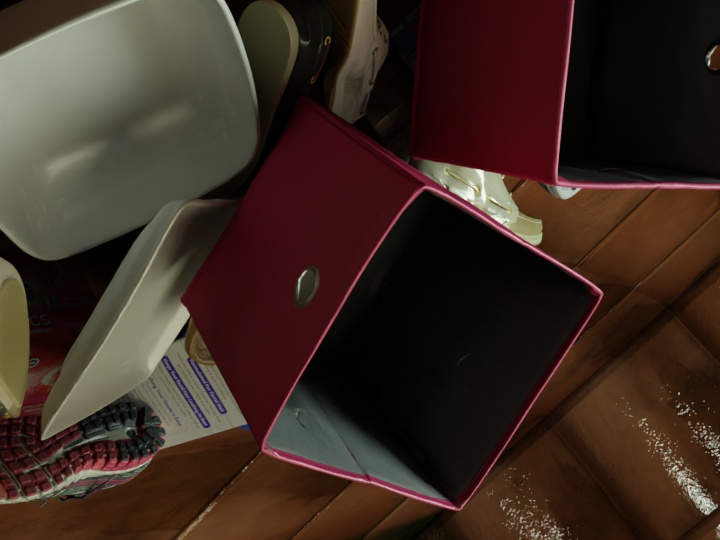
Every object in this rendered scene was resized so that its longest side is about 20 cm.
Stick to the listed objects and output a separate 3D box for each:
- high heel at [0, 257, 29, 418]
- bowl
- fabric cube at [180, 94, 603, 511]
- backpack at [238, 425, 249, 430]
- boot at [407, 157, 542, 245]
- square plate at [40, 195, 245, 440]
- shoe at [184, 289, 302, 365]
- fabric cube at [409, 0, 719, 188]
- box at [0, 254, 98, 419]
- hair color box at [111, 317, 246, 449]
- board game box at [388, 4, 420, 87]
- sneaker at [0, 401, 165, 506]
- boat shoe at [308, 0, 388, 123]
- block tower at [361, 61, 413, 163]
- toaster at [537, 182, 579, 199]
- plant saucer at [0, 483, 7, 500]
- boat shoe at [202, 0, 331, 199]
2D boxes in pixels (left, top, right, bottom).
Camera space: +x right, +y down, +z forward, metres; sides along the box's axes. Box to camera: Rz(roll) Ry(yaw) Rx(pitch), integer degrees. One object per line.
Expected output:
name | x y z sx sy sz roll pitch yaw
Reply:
high heel | -0.302 0.017 0.552 0.140 0.072 0.203 0 123 7
bowl | -0.175 -0.114 0.573 0.197 0.075 0.201 -27 152 -11
fabric cube | 0.014 0.021 0.630 0.198 0.199 0.198 26 102 -36
backpack | -0.080 0.094 0.957 0.198 0.164 0.168 -27 173 -27
boot | 0.122 -0.109 0.818 0.198 0.072 0.158 11 91 -42
square plate | -0.162 0.021 0.662 0.200 0.028 0.200 -56 177 9
shoe | -0.079 -0.003 0.726 0.200 0.053 0.070 -48 128 -1
fabric cube | 0.175 -0.173 0.664 0.197 0.199 0.200 -2 101 -26
box | -0.308 0.055 0.658 0.198 0.100 0.096 -3 139 -51
hair color box | -0.170 0.103 0.824 0.197 0.110 0.065 -18 -155 19
board game box | 0.109 -0.213 0.844 0.135 0.035 0.200 -40 155 0
sneaker | -0.272 0.177 0.751 0.198 0.081 0.075 1 137 -41
boat shoe | -0.010 -0.189 0.693 0.069 0.071 0.201 -28 162 -22
block tower | 0.048 -0.135 0.870 0.054 0.058 0.200 -38 156 3
toaster | 0.233 -0.176 0.963 0.200 0.130 0.113 -41 154 8
plant saucer | -0.394 0.135 0.606 0.199 0.197 0.037 -2 104 -56
boat shoe | -0.084 -0.132 0.676 0.063 0.074 0.202 -32 165 -47
